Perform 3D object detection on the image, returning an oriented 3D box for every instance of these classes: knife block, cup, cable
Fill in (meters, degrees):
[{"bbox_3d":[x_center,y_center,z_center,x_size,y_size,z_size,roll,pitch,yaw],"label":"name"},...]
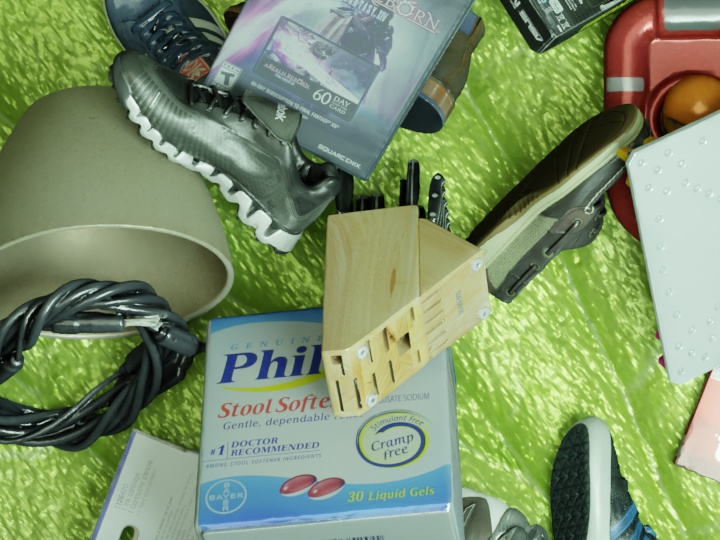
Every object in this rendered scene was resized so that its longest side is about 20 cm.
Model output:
[{"bbox_3d":[0.000,0.000,1.409,0.200,0.064,0.175,-36,45,-28],"label":"knife block"},{"bbox_3d":[-0.200,-0.052,1.442,0.199,0.200,0.144,-10,66,5],"label":"cup"},{"bbox_3d":[-0.223,0.077,1.448,0.199,0.163,0.051,-29,57,21],"label":"cable"}]

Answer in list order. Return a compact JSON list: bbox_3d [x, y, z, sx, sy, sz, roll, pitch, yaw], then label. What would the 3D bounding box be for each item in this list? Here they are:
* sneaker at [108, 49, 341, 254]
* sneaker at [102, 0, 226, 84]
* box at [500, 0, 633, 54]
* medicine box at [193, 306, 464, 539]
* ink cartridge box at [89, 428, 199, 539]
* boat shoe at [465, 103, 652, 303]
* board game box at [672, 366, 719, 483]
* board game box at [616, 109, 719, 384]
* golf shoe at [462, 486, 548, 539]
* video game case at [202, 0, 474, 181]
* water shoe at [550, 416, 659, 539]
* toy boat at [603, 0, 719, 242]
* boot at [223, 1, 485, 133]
[{"bbox_3d":[-0.090,-0.102,1.390,0.090,0.067,0.200,-36,117,23],"label":"sneaker"},{"bbox_3d":[-0.128,-0.156,1.475,0.075,0.085,0.200,-42,86,3],"label":"sneaker"},{"bbox_3d":[0.158,-0.290,1.436,0.193,0.048,0.200,-32,86,-22],"label":"box"},{"bbox_3d":[-0.020,0.130,1.402,0.181,0.103,0.201,-6,46,5],"label":"medicine box"},{"bbox_3d":[-0.115,0.247,1.489,0.199,0.047,0.198,22,93,7],"label":"ink cartridge box"},{"bbox_3d":[0.152,-0.047,1.433,0.065,0.073,0.200,39,130,-13],"label":"boat shoe"},{"bbox_3d":[0.348,0.137,1.458,0.199,0.019,0.103,21,92,5],"label":"board game box"},{"bbox_3d":[0.287,-0.041,1.387,0.199,0.026,0.201,-25,123,-14],"label":"board game box"},{"bbox_3d":[0.060,0.257,1.466,0.094,0.078,0.200,38,98,30],"label":"golf shoe"},{"bbox_3d":[-0.013,-0.172,1.380,0.142,0.019,0.200,27,124,-8],"label":"video game case"},{"bbox_3d":[0.194,0.210,1.458,0.079,0.071,0.201,-2,87,-22],"label":"water shoe"},{"bbox_3d":[0.245,-0.111,1.416,0.130,0.131,0.201,-1,89,6],"label":"toy boat"},{"bbox_3d":[-0.002,-0.182,1.485,0.199,0.075,0.097,26,65,16],"label":"boot"}]
